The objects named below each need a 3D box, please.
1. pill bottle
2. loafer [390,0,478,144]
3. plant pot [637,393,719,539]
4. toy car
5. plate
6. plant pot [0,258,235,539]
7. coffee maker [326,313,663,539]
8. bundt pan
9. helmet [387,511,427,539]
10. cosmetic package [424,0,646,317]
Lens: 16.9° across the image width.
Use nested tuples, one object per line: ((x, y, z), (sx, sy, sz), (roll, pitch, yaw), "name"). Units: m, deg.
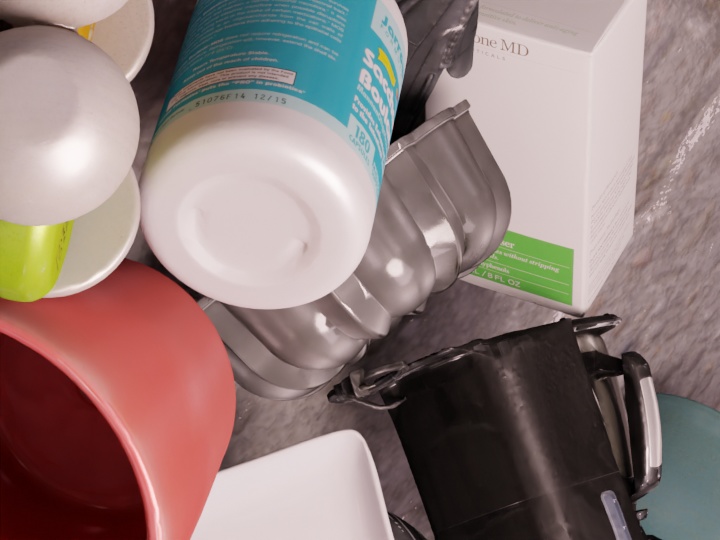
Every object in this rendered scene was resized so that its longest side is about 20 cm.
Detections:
((-0.037, -0.084, 1.169), (0.200, 0.110, 0.111), (-78, 171, -47), "pill bottle")
((0.032, -0.132, 1.279), (0.070, 0.068, 0.201), (17, 124, -28), "loafer")
((0.202, 0.197, 1.707), (0.188, 0.200, 0.200), (-55, 149, -25), "plant pot")
((-0.166, -0.087, 1.037), (0.175, 0.149, 0.201), (110, -16, -75), "toy car")
((-0.062, 0.210, 1.338), (0.199, 0.200, 0.032), (-18, 170, 9), "plate")
((-0.154, 0.082, 1.157), (0.201, 0.200, 0.177), (-70, 169, 23), "plant pot")
((0.088, 0.143, 1.385), (0.191, 0.201, 0.135), (-14, 170, -21), "coffee maker")
((0.000, 0.000, 1.294), (0.202, 0.076, 0.202), (-37, 178, -2), "bundt pan")
((-0.020, 0.230, 1.447), (0.199, 0.191, 0.200), (-23, 169, -5), "helmet")
((0.099, -0.083, 1.383), (0.085, 0.107, 0.200), (-55, 152, -38), "cosmetic package")
